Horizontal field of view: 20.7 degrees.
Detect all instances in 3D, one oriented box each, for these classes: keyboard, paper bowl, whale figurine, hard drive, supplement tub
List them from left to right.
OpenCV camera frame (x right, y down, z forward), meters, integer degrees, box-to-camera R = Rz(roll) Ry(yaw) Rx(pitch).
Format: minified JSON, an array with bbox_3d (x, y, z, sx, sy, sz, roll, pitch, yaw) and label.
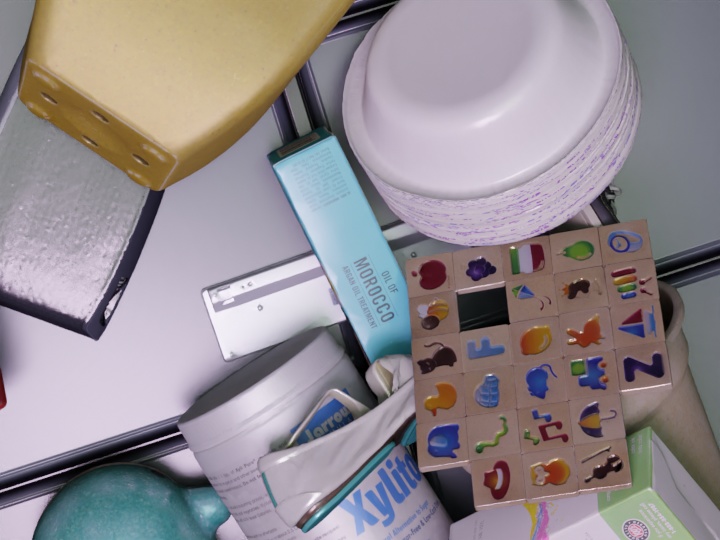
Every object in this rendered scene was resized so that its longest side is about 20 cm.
[{"bbox_3d":[-0.208,-0.063,1.396,0.134,0.042,0.201,21,91,-6],"label":"hard drive"},{"bbox_3d":[-0.138,0.224,1.388,0.200,0.104,0.159,36,89,-6],"label":"whale figurine"},{"bbox_3d":[-0.024,0.156,1.382,0.132,0.132,0.200,-33,97,-3],"label":"supplement tub"},{"bbox_3d":[-0.014,0.009,1.437,0.199,0.011,0.057,-19,100,-4],"label":"keyboard"},{"bbox_3d":[0.084,-0.126,1.339,0.200,0.104,0.201,-12,56,18],"label":"paper bowl"}]

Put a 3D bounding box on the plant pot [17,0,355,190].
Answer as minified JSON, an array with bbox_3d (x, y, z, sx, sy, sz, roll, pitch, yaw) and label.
[{"bbox_3d":[-0.122,-0.169,1.301,0.195,0.194,0.200,33,76,-7],"label":"plant pot"}]

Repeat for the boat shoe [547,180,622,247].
[{"bbox_3d":[0.156,-0.060,1.388,0.063,0.073,0.200,-23,62,-19],"label":"boat shoe"}]

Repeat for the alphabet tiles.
[{"bbox_3d":[0.115,0.060,1.274,0.166,0.008,0.201,-9,53,9],"label":"alphabet tiles"}]

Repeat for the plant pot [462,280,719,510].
[{"bbox_3d":[0.174,0.138,1.383,0.200,0.200,0.184,-31,106,-3],"label":"plant pot"}]

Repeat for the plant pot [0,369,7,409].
[{"bbox_3d":[-0.350,0.029,1.316,0.199,0.200,0.183,-12,86,-5],"label":"plant pot"}]

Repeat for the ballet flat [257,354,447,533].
[{"bbox_3d":[0.012,0.095,1.308,0.200,0.069,0.070,-35,97,-30],"label":"ballet flat"}]

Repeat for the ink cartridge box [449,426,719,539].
[{"bbox_3d":[0.136,0.199,1.289,0.200,0.067,0.117,-29,116,24],"label":"ink cartridge box"}]

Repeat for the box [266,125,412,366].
[{"bbox_3d":[0.000,0.000,1.390,0.049,0.082,0.201,-26,100,-1],"label":"box"}]
